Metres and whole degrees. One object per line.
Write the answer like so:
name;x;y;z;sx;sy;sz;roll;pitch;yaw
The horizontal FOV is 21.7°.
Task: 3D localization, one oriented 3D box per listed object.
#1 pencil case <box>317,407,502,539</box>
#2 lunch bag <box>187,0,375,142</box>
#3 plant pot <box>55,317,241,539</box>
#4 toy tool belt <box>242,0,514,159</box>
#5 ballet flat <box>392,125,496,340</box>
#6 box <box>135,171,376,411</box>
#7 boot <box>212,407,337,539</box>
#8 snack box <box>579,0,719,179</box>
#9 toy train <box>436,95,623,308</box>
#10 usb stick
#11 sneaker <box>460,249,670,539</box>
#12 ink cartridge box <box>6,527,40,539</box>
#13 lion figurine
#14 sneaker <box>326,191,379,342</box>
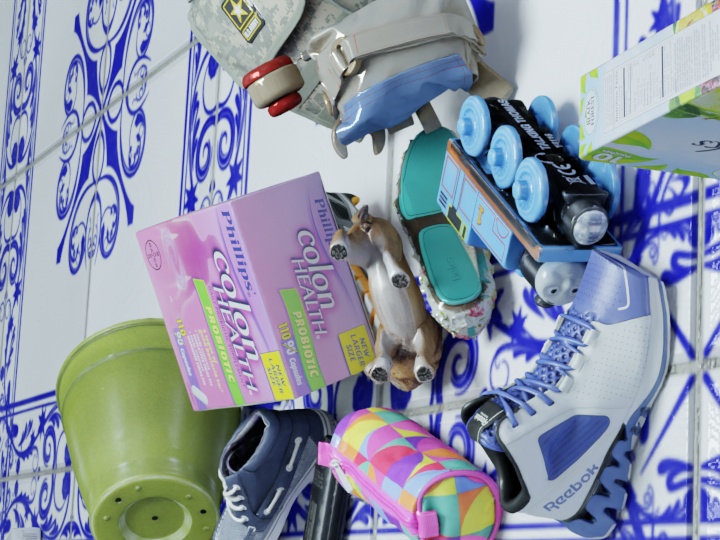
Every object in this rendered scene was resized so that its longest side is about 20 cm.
pencil case;0.039;0.172;1.521;0.200;0.088;0.089;-157;76;-65
lunch bag;-0.045;-0.228;1.661;0.164;0.199;0.118;-48;21;51
plant pot;-0.210;0.186;1.910;0.194;0.199;0.201;-100;28;-51
toy tool belt;0.014;-0.148;1.531;0.124;0.199;0.125;63;-171;1
ballet flat;0.069;-0.026;1.536;0.064;0.075;0.201;73;-171;-52
box;-0.094;0.023;1.667;0.200;0.096;0.177;-12;97;58
boot;-0.108;0.205;1.784;0.201;0.090;0.073;-57;47;23
snack box;0.235;-0.087;0.997;0.142;0.198;0.053;155;119;-63
toy train;0.126;-0.054;1.393;0.200;0.086;0.115;-124;38;-54
usb stick;-0.036;0.254;1.733;0.055;0.032;0.202;-156;74;-73
sneaker;0.135;0.087;1.285;0.080;0.114;0.201;-148;68;-63
ink cartridge box;-0.506;0.487;2.733;0.200;0.050;0.162;123;146;-52
lion figurine;0.024;0.018;1.527;0.123;0.072;0.201;-80;-18;-65
sneaker;0.000;0.000;1.679;0.201;0.077;0.078;60;145;28
